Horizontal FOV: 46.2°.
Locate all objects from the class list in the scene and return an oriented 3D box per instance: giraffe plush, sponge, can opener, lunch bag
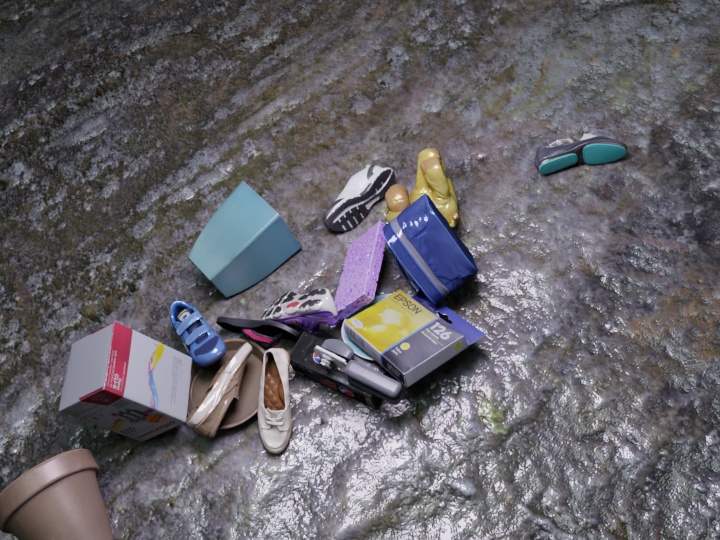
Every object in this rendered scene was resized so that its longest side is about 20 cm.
[{"bbox_3d":[0.122,-0.143,1.807,0.160,0.172,0.203,-20,88,12],"label":"giraffe plush"},{"bbox_3d":[0.000,0.000,1.740,0.111,0.030,0.202,-34,31,42],"label":"sponge"},{"bbox_3d":[-0.003,0.183,1.579,0.199,0.053,0.067,27,65,27],"label":"can opener"},{"bbox_3d":[0.135,-0.032,1.681,0.132,0.201,0.136,-35,14,11],"label":"lunch bag"}]

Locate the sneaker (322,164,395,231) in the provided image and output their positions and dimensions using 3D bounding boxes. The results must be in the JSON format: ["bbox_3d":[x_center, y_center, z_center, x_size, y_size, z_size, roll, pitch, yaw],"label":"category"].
[{"bbox_3d":[-0.012,-0.163,1.892,0.200,0.074,0.080,-41,42,-20],"label":"sneaker"}]

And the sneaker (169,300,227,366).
[{"bbox_3d":[-0.340,0.128,1.730,0.074,0.083,0.199,-35,37,-17],"label":"sneaker"}]

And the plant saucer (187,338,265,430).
[{"bbox_3d":[-0.267,0.231,1.703,0.197,0.030,0.202,-7,56,10],"label":"plant saucer"}]

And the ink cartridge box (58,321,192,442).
[{"bbox_3d":[-0.446,0.219,1.627,0.144,0.199,0.146,-26,50,31],"label":"ink cartridge box"}]

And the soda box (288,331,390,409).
[{"bbox_3d":[-0.040,0.195,1.651,0.198,0.064,0.071,21,63,24],"label":"soda box"}]

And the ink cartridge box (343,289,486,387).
[{"bbox_3d":[0.103,0.112,1.619,0.199,0.047,0.197,-31,41,-22],"label":"ink cartridge box"}]

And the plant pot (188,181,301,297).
[{"bbox_3d":[-0.262,-0.054,1.830,0.200,0.142,0.141,-44,57,-8],"label":"plant pot"}]

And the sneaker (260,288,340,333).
[{"bbox_3d":[-0.124,0.096,1.714,0.198,0.084,0.081,-6,32,43],"label":"sneaker"}]

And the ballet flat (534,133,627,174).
[{"bbox_3d":[0.475,-0.264,1.836,0.197,0.073,0.074,-12,54,8],"label":"ballet flat"}]

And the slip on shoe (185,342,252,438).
[{"bbox_3d":[-0.262,0.233,1.650,0.060,0.076,0.201,38,56,-10],"label":"slip on shoe"}]

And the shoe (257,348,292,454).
[{"bbox_3d":[-0.168,0.248,1.617,0.069,0.053,0.203,-3,78,11],"label":"shoe"}]

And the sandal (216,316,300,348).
[{"bbox_3d":[-0.211,0.132,1.734,0.197,0.075,0.046,4,63,25],"label":"sandal"}]

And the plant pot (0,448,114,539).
[{"bbox_3d":[-0.540,0.456,1.540,0.199,0.201,0.175,-36,75,-12],"label":"plant pot"}]

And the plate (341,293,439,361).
[{"bbox_3d":[0.061,0.117,1.678,0.197,0.026,0.201,-7,36,5],"label":"plate"}]
